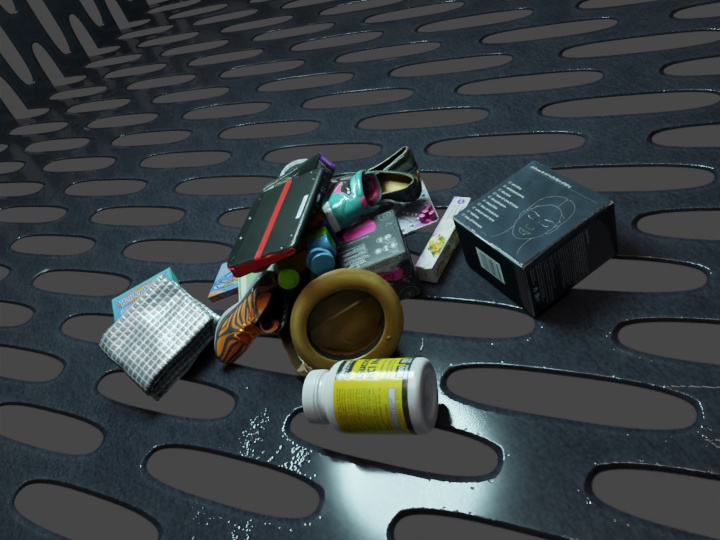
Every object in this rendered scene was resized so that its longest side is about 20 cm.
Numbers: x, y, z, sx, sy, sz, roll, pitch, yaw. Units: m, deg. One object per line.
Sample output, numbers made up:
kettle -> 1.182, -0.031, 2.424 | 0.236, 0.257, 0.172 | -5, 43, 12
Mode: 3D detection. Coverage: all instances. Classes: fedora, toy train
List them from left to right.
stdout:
toy train -> -0.131, -0.006, 1.147 | 0.197, 0.086, 0.116 | -27, 29, 8
fedora -> -0.024, 0.085, 1.138 | 0.197, 0.204, 0.082 | -22, 9, 2

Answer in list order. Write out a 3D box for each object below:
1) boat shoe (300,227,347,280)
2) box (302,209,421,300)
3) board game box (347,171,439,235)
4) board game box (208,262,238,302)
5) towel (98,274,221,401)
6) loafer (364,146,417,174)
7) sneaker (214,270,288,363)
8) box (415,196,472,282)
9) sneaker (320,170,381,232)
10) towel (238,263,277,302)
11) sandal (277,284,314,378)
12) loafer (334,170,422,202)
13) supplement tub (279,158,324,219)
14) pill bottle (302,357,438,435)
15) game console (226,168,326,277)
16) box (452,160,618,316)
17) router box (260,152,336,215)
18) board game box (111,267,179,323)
boat shoe -> -0.089, -0.015, 1.332 | 0.199, 0.072, 0.073 | -41, 25, 15
box -> 0.000, 0.000, 1.234 | 0.196, 0.116, 0.134 | -21, 41, 8
board game box -> 0.054, -0.136, 1.424 | 0.196, 0.026, 0.202 | -21, 40, 5
board game box -> -0.233, 0.000, 1.397 | 0.197, 0.020, 0.104 | -18, 37, 29
towel -> -0.389, 0.124, 1.280 | 0.164, 0.086, 0.201 | 32, 71, 24
loafer -> 0.030, -0.210, 1.446 | 0.197, 0.064, 0.072 | -27, 41, -3
sneaker -> -0.201, 0.101, 1.204 | 0.202, 0.077, 0.112 | -59, 31, 10
box -> 0.166, -0.063, 1.274 | 0.038, 0.042, 0.201 | 8, 49, 32
sneaker -> -0.020, -0.154, 1.287 | 0.119, 0.085, 0.201 | -25, 30, 5
towel -> -0.174, -0.032, 1.308 | 0.199, 0.023, 0.154 | -42, 32, 17
sandal -> -0.111, 0.117, 1.220 | 0.079, 0.054, 0.202 | -28, 54, 6
loafer -> 0.029, -0.181, 1.370 | 0.195, 0.072, 0.075 | -4, 78, 10
supplement tub -> -0.115, -0.148, 1.448 | 0.120, 0.124, 0.202 | -21, 39, 4
pill bottle -> 0.014, 0.195, 1.016 | 0.196, 0.114, 0.114 | -5, 43, 22
game console -> -0.147, -0.084, 1.157 | 0.174, 0.031, 0.203 | -16, 43, 34
box -> 0.301, -0.063, 1.138 | 0.195, 0.125, 0.200 | -35, 40, -9
router box -> -0.145, -0.129, 1.289 | 0.198, 0.051, 0.151 | -20, 42, 45
board game box -> -0.453, 0.097, 1.418 | 0.150, 0.045, 0.201 | -29, 41, -5
